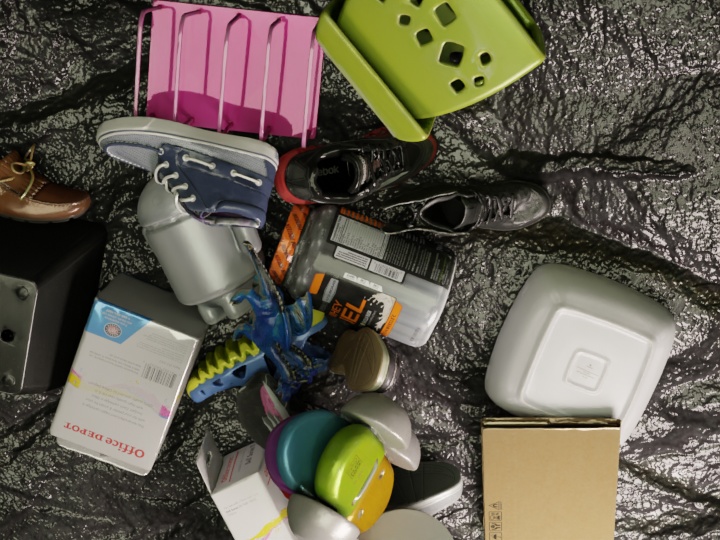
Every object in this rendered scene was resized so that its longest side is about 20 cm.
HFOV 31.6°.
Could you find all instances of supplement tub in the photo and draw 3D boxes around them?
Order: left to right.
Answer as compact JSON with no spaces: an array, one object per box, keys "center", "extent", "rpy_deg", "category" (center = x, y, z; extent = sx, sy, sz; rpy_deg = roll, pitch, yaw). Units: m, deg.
[{"center":[0.000,0.000,1.468],"extent":[0.199,0.123,0.123],"rpy_deg":[21,104,-3],"category":"supplement tub"},{"center":[0.057,0.387,1.514],"extent":[0.144,0.145,0.200],"rpy_deg":[-4,139,3],"category":"supplement tub"}]

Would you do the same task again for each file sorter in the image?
[{"center":[-0.146,-0.217,1.416],"extent":[0.199,0.125,0.140],"rpy_deg":[6,105,0],"category":"file sorter"}]

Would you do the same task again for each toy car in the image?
[{"center":[-0.033,0.218,1.404],"extent":[0.150,0.200,0.175],"rpy_deg":[25,73,20],"category":"toy car"}]

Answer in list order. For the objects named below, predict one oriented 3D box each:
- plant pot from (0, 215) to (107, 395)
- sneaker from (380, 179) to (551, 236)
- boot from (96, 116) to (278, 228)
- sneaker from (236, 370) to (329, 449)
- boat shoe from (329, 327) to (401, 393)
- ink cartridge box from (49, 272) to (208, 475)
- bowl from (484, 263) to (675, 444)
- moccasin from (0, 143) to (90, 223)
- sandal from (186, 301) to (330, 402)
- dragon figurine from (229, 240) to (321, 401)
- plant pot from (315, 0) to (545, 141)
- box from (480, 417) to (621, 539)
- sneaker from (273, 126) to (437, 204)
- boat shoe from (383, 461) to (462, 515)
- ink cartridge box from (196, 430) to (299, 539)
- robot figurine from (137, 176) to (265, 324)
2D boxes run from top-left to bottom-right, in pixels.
[{"center":[-0.423,0.039,1.464],"extent":[0.199,0.177,0.200],"rpy_deg":[13,104,-1],"category":"plant pot"},{"center":[0.123,-0.068,1.456],"extent":[0.199,0.104,0.060],"rpy_deg":[1,104,1],"category":"sneaker"},{"center":[-0.192,-0.104,1.371],"extent":[0.199,0.073,0.091],"rpy_deg":[8,68,0],"category":"boot"},{"center":[-0.073,0.188,1.532],"extent":[0.080,0.086,0.200],"rpy_deg":[1,133,40],"category":"sneaker"},{"center":[0.016,0.107,1.463],"extent":[0.065,0.200,0.072],"rpy_deg":[19,85,-14],"category":"boat shoe"},{"center":[-0.273,0.128,1.507],"extent":[0.128,0.125,0.201],"rpy_deg":[22,104,-4],"category":"ink cartridge box"},{"center":[0.263,0.108,1.514],"extent":[0.199,0.075,0.200],"rpy_deg":[21,103,-2],"category":"bowl"},{"center":[-0.411,-0.110,1.484],"extent":[0.201,0.074,0.078],"rpy_deg":[19,113,7],"category":"moccasin"},{"center":[-0.116,0.112,1.526],"extent":[0.199,0.080,0.087],"rpy_deg":[-27,106,10],"category":"sandal"},{"center":[-0.089,0.051,1.418],"extent":[0.099,0.059,0.201],"rpy_deg":[22,128,23],"category":"dragon figurine"},{"center":[0.069,-0.262,1.366],"extent":[0.181,0.200,0.199],"rpy_deg":[-38,101,18],"category":"plant pot"},{"center":[0.229,0.257,1.538],"extent":[0.163,0.021,0.201],"rpy_deg":[-1,126,6],"category":"box"},{"center":[0.007,-0.117,1.428],"extent":[0.200,0.098,0.071],"rpy_deg":[-15,102,-21],"category":"sneaker"},{"center":[0.038,0.298,1.573],"extent":[0.201,0.075,0.065],"rpy_deg":[-26,122,9],"category":"boat shoe"},{"center":[-0.121,0.284,1.547],"extent":[0.067,0.117,0.201],"rpy_deg":[-25,103,7],"category":"ink cartridge box"},{"center":[-0.184,-0.039,1.469],"extent":[0.169,0.113,0.201],"rpy_deg":[-14,107,38],"category":"robot figurine"}]
